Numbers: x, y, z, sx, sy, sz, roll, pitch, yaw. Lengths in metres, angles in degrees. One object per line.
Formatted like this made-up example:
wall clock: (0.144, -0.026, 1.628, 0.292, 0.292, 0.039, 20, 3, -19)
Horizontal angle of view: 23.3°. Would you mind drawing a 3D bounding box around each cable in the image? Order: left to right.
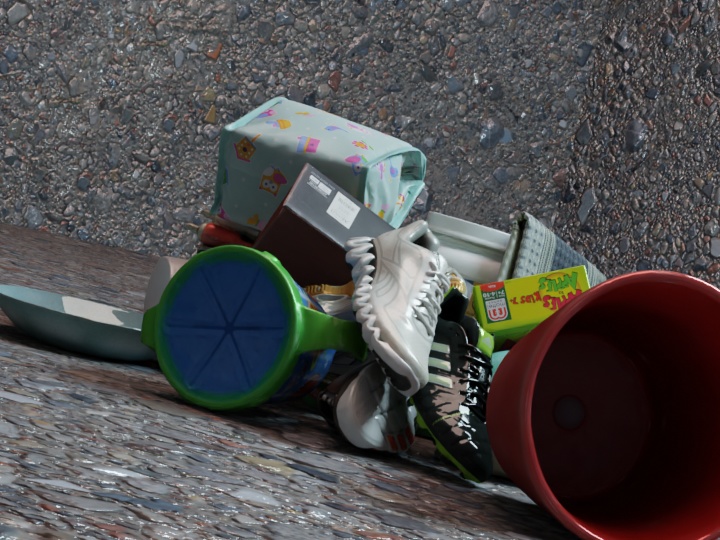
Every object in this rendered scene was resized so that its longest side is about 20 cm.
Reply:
cable: (-0.084, -0.023, 1.739, 0.198, 0.051, 0.097, 11, 17, 28)

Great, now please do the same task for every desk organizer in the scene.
desk organizer: (0.000, 0.000, 1.640, 0.199, 0.077, 0.072, 36, 39, -8)

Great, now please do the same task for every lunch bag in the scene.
lunch bag: (-0.036, -0.100, 1.775, 0.169, 0.123, 0.200, 17, 21, 16)

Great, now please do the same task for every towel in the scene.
towel: (0.185, 0.066, 1.815, 0.034, 0.202, 0.192, 5, -17, 36)

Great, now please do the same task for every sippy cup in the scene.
sippy cup: (-0.087, 0.057, 1.485, 0.177, 0.140, 0.130, 39, 6, 24)

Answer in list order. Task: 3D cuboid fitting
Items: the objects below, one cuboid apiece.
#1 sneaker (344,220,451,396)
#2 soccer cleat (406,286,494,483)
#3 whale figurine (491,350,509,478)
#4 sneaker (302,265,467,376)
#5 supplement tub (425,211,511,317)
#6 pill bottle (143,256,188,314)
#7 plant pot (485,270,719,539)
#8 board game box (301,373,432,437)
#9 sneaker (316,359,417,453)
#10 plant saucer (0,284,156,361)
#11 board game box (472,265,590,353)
sneaker: (0.037, 0.023, 1.442, 0.080, 0.075, 0.201, -23, 34, 9)
soccer cleat: (0.078, 0.088, 1.432, 0.067, 0.081, 0.201, 40, 19, -36)
whale figurine: (0.164, 0.130, 1.479, 0.199, 0.105, 0.158, 14, 1, 36)
sneaker: (0.009, 0.051, 1.577, 0.198, 0.088, 0.076, -12, 27, 21)
supplement tub: (0.101, 0.051, 1.851, 0.143, 0.202, 0.145, 16, 1, 0)
pill bottle: (-0.119, 0.046, 1.813, 0.198, 0.112, 0.111, 13, 2, -23)
plant pot: (0.183, 0.106, 1.289, 0.198, 0.203, 0.177, 13, -7, -13)
board game box: (0.042, 0.133, 1.680, 0.198, 0.029, 0.134, 13, 2, -16)
sneaker: (0.000, 0.120, 1.476, 0.081, 0.078, 0.200, -19, 0, 15)
plant saucer: (-0.258, 0.054, 1.656, 0.199, 0.039, 0.201, 15, 2, 0)
board game box: (0.157, 0.067, 1.600, 0.100, 0.048, 0.200, -10, -25, 0)
